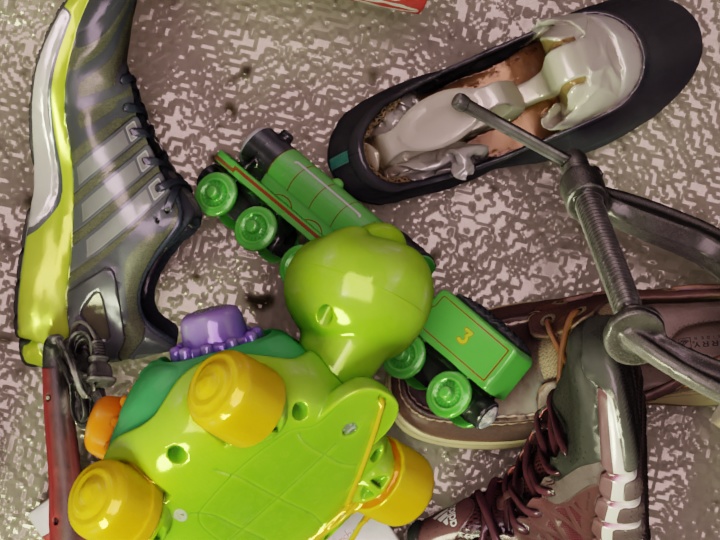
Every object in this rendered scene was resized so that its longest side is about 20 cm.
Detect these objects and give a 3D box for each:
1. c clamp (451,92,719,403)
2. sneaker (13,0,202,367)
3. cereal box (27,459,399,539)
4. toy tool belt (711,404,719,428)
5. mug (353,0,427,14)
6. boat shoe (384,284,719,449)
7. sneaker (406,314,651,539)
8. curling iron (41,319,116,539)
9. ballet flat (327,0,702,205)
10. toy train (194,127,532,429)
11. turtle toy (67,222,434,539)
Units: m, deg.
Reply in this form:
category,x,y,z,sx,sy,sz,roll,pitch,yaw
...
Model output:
category,x,y,z,sx,sy,sz,roll,pitch,yaw
c clamp,0.131,0.003,1.141,0.171,0.200,0.027,20,115,-23
sneaker,-0.115,-0.049,1.211,0.081,0.074,0.201,6,99,7
cereal box,-0.048,0.159,1.220,0.144,0.040,0.200,-35,87,-4
toy tool belt,0.276,0.061,1.199,0.200,0.125,0.123,-32,95,-5
mug,-0.051,-0.202,1.189,0.199,0.178,0.134,15,79,-5
boat shoe,0.111,0.039,1.213,0.199,0.072,0.072,-5,72,-3
sneaker,0.076,0.106,1.171,0.115,0.076,0.200,-1,129,8
curling iron,-0.134,0.124,1.182,0.025,0.050,0.201,-2,96,-26
ballet flat,0.079,-0.084,1.231,0.200,0.073,0.073,-21,86,-4
toy train,0.000,0.000,1.203,0.200,0.042,0.056,41,94,24
turtle toy,-0.041,0.064,1.137,0.200,0.146,0.101,-43,44,15
